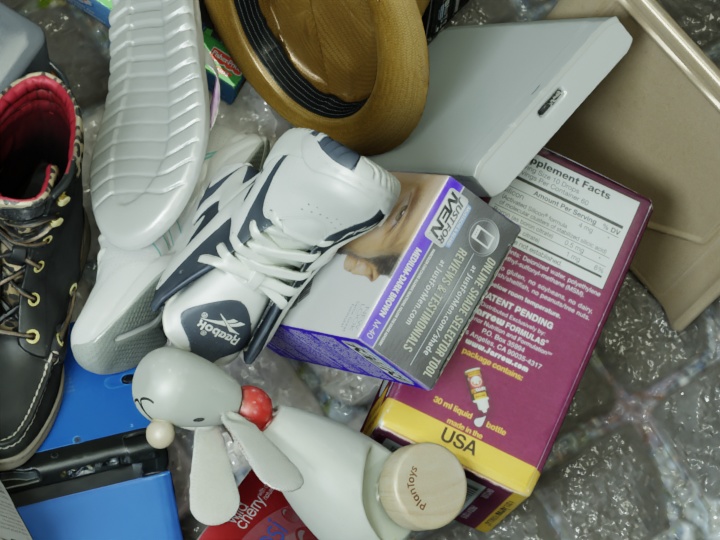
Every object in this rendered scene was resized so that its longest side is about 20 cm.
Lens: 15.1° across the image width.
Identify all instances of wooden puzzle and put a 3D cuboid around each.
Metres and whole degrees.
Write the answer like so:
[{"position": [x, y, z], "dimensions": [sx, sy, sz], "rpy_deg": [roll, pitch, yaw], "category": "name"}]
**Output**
[{"position": [0.178, -0.081, 1.659], "dimensions": [0.037, 0.185, 0.200], "rpy_deg": [-32, 79, -33], "category": "wooden puzzle"}]

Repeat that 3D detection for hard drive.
[{"position": [0.067, -0.099, 1.640], "dimensions": [0.132, 0.200, 0.026], "rpy_deg": [-48, 112, -16], "category": "hard drive"}]

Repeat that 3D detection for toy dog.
[{"position": [-0.043, 0.123, 1.522], "dimensions": [0.199, 0.132, 0.097], "rpy_deg": [18, 68, -4], "category": "toy dog"}]

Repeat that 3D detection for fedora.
[{"position": [-0.012, -0.170, 1.628], "dimensions": [0.082, 0.201, 0.201], "rpy_deg": [-37, 82, -35], "category": "fedora"}]

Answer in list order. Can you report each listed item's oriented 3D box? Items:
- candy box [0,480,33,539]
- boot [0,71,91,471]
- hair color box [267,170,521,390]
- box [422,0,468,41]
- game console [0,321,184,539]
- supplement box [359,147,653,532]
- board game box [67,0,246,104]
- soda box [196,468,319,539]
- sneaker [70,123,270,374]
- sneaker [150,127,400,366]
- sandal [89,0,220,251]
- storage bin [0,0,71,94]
[{"position": [-0.289, 0.109, 1.520], "dimensions": [0.136, 0.061, 0.201], "rpy_deg": [-35, 69, 6], "category": "candy box"}, {"position": [-0.199, -0.001, 1.568], "dimensions": [0.073, 0.151, 0.201], "rpy_deg": [12, 54, 4], "category": "boot"}, {"position": [0.000, 0.000, 1.591], "dimensions": [0.065, 0.200, 0.110], "rpy_deg": [35, 78, -26], "category": "hair color box"}, {"position": [0.068, -0.263, 1.677], "dimensions": [0.086, 0.200, 0.164], "rpy_deg": [40, 73, 13], "category": "box"}, {"position": [-0.215, 0.141, 1.625], "dimensions": [0.199, 0.119, 0.171], "rpy_deg": [-12, 45, -11], "category": "game console"}, {"position": [0.083, 0.040, 1.635], "dimensions": [0.103, 0.131, 0.201], "rpy_deg": [25, 72, -1], "category": "supplement box"}, {"position": [-0.093, -0.230, 1.735], "dimensions": [0.151, 0.037, 0.201], "rpy_deg": [31, 72, 2], "category": "board game box"}, {"position": [-0.083, 0.194, 1.548], "dimensions": [0.063, 0.070, 0.200], "rpy_deg": [33, 36, 4], "category": "soda box"}, {"position": [-0.131, -0.017, 1.648], "dimensions": [0.080, 0.071, 0.201], "rpy_deg": [22, 52, 13], "category": "sneaker"}, {"position": [-0.055, -0.001, 1.525], "dimensions": [0.079, 0.199, 0.130], "rpy_deg": [33, 71, -25], "category": "sneaker"}, {"position": [-0.115, -0.099, 1.637], "dimensions": [0.082, 0.050, 0.204], "rpy_deg": [-16, 56, 30], "category": "sandal"}, {"position": [-0.270, -0.088, 1.621], "dimensions": [0.145, 0.134, 0.201], "rpy_deg": [33, 72, 2], "category": "storage bin"}]
